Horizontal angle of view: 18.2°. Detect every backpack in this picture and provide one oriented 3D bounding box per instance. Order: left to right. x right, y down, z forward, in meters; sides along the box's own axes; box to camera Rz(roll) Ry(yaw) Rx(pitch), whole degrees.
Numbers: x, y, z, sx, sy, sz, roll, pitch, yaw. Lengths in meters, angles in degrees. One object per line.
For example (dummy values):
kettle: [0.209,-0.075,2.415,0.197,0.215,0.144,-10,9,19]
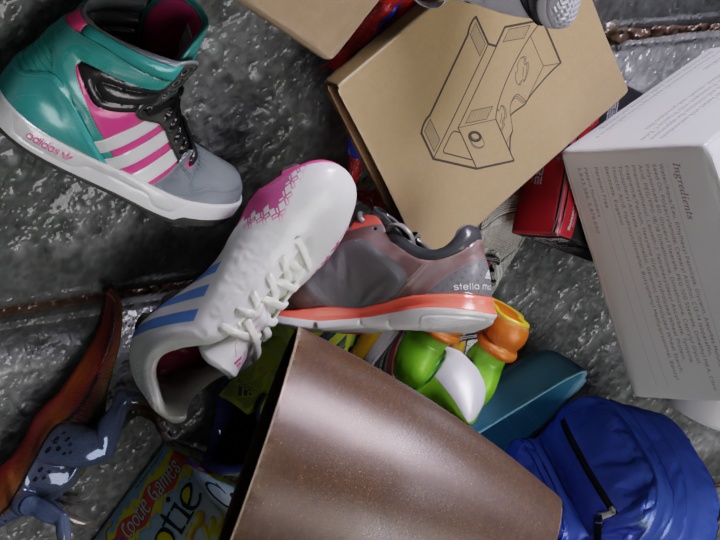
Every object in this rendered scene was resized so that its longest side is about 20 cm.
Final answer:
backpack: [0.174,0.202,1.760,0.200,0.163,0.167,-46,142,22]

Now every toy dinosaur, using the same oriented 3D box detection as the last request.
toy dinosaur: [-0.217,0.131,1.525,0.181,0.105,0.201,-20,95,-6]

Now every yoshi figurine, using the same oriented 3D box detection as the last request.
yoshi figurine: [0.035,0.103,1.576,0.201,0.112,0.112,-65,161,10]

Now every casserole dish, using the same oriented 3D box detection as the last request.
casserole dish: [0.089,0.120,1.713,0.200,0.039,0.121,-27,162,-32]

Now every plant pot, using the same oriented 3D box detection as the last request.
plant pot: [0.022,0.156,1.444,0.199,0.187,0.188,19,115,-4]

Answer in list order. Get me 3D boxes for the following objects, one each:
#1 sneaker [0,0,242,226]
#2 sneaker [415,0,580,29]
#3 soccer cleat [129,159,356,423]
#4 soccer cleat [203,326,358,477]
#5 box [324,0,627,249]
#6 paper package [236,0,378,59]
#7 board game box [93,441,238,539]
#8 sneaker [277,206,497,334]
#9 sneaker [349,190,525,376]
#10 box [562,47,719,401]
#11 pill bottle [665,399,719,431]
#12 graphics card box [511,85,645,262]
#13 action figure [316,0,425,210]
sneaker: [-0.123,-0.109,1.382,0.200,0.084,0.121,23,116,-44]
sneaker: [0.085,-0.253,1.396,0.075,0.114,0.201,-29,123,-75]
soccer cleat: [-0.069,0.019,1.430,0.070,0.086,0.200,31,114,-34]
soccer cleat: [-0.057,0.064,1.571,0.084,0.065,0.201,-12,131,-44]
box: [0.082,-0.122,1.494,0.200,0.021,0.164,-41,128,-18]
paper package: [-0.035,-0.258,1.314,0.200,0.103,0.190,-51,136,8]
board game box: [-0.087,0.228,1.578,0.105,0.200,0.103,26,104,-45]
sneaker: [0.000,0.000,1.483,0.077,0.199,0.082,9,81,-65]
sneaker: [0.072,0.030,1.636,0.078,0.082,0.200,17,110,-44]
box: [0.272,-0.037,1.594,0.199,0.130,0.201,-34,113,-39]
pill bottle: [0.317,0.023,1.796,0.113,0.113,0.201,1,121,-38]
graphics card box: [0.199,-0.064,1.648,0.200,0.051,0.126,17,80,-43]
action figure: [0.015,-0.136,1.488,0.065,0.052,0.201,-3,119,-42]
